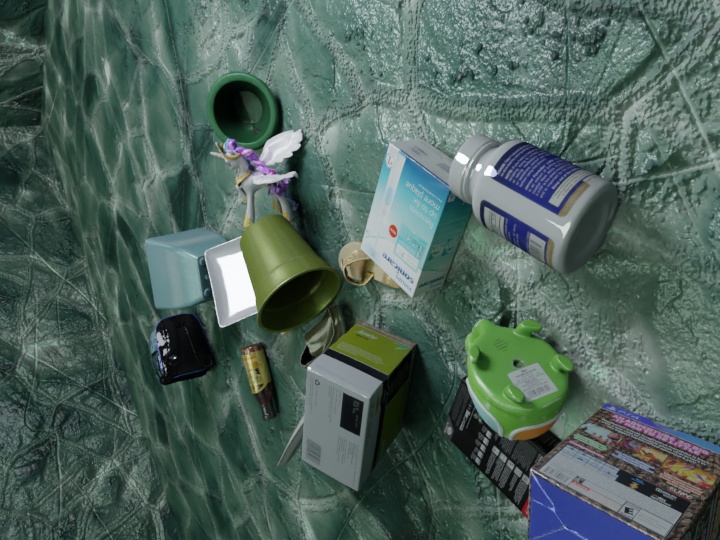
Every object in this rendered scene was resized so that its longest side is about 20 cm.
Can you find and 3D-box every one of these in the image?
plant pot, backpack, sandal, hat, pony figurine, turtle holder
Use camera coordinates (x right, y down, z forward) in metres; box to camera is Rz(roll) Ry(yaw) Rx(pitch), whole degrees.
[{"bbox_3d":[-0.453,0.001,1.525,0.196,0.193,0.203,8,108,40],"label":"plant pot"},{"bbox_3d":[-0.596,0.258,1.784,0.146,0.179,0.206,-37,68,48],"label":"backpack"},{"bbox_3d":[0.000,-0.006,1.043,0.208,0.068,0.081,14,113,48],"label":"sandal"},{"bbox_3d":[-0.258,-0.384,1.286,0.193,0.177,0.171,11,114,7],"label":"hat"},{"bbox_3d":[-0.166,-0.008,1.156,0.192,0.195,0.203,56,138,28],"label":"plant pot"},{"bbox_3d":[-0.203,-0.197,1.165,0.170,0.186,0.204,-85,-16,-45],"label":"pony figurine"},{"bbox_3d":[0.206,0.158,0.787,0.182,0.140,0.135,26,139,33],"label":"turtle holder"}]

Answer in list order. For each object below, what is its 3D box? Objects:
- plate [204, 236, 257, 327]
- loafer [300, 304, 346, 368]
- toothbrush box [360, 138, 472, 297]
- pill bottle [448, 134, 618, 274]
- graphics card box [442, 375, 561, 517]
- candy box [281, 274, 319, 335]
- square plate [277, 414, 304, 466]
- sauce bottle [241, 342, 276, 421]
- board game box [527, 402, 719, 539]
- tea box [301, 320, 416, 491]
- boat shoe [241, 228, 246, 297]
[{"bbox_3d":[-0.258,0.012,1.288,0.032,0.194,0.205,64,-174,-68],"label":"plate"},{"bbox_3d":[-0.084,0.156,1.187,0.076,0.067,0.204,-114,34,-42],"label":"loafer"},{"bbox_3d":[0.092,-0.086,0.891,0.146,0.084,0.205,44,134,33],"label":"toothbrush box"},{"bbox_3d":[0.213,-0.097,0.707,0.199,0.117,0.123,39,130,36],"label":"pill bottle"},{"bbox_3d":[0.226,0.273,0.866,0.199,0.050,0.129,38,130,36],"label":"graphics card box"},{"bbox_3d":[-0.155,0.075,1.296,0.199,0.026,0.105,-34,76,50],"label":"candy box"},{"bbox_3d":[-0.107,0.313,1.206,0.028,0.202,0.201,29,131,2],"label":"square plate"},{"bbox_3d":[-0.271,0.303,1.487,0.065,0.065,0.207,-18,88,51],"label":"sauce bottle"},{"bbox_3d":[0.313,0.263,0.634,0.157,0.196,0.100,16,116,47],"label":"board game box"},{"bbox_3d":[-0.002,0.239,1.005,0.130,0.196,0.207,19,117,24],"label":"tea box"},{"bbox_3d":[-0.258,-0.007,1.365,0.075,0.083,0.208,127,144,-53],"label":"boat shoe"}]
